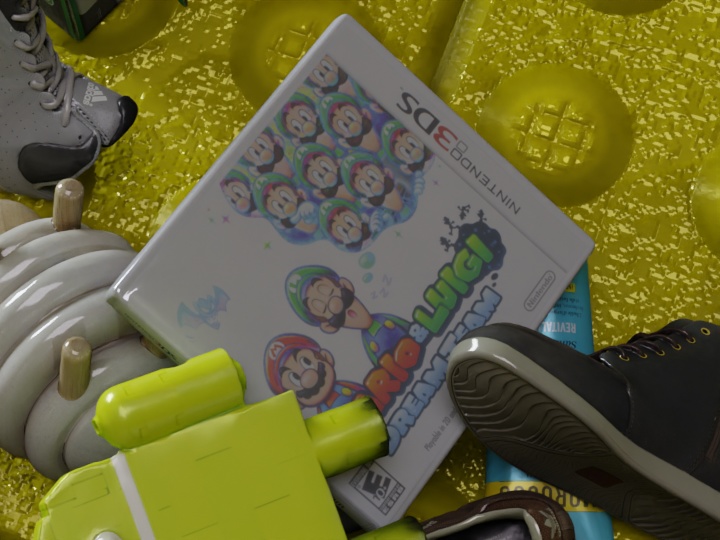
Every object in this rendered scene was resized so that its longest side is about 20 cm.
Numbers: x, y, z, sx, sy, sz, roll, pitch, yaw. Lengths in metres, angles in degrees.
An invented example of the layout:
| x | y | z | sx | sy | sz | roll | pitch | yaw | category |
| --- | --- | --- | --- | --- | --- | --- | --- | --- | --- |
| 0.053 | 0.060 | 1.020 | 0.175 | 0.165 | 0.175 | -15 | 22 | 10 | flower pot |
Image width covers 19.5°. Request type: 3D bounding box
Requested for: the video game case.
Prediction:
| x | y | z | sx | sy | sz | roll | pitch | yaw | category |
| --- | --- | --- | --- | --- | --- | --- | --- | --- | --- |
| 0.000 | 0.000 | 1.055 | 0.182 | 0.024 | 0.200 | 42 | 66 | -8 | video game case |

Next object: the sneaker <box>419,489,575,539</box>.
| x | y | z | sx | sy | sz | roll | pitch | yaw | category |
| --- | --- | --- | --- | --- | --- | --- | --- | --- | --- |
| 0.012 | 0.159 | 1.048 | 0.199 | 0.076 | 0.071 | -27 | 75 | 2 | sneaker |

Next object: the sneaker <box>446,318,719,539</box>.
| x | y | z | sx | sy | sz | roll | pitch | yaw | category |
| --- | --- | --- | --- | --- | --- | --- | --- | --- | --- |
| 0.126 | 0.055 | 1.069 | 0.200 | 0.075 | 0.107 | 34 | 57 | -31 | sneaker |

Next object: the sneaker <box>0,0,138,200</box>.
| x | y | z | sx | sy | sz | roll | pitch | yaw | category |
| --- | --- | --- | --- | --- | --- | --- | --- | --- | --- |
| -0.171 | -0.121 | 1.132 | 0.115 | 0.201 | 0.075 | 17 | 39 | -1 | sneaker |

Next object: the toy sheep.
| x | y | z | sx | sy | sz | roll | pitch | yaw | category |
| --- | --- | --- | --- | --- | --- | --- | --- | --- | --- |
| -0.148 | 0.041 | 1.082 | 0.137 | 0.138 | 0.200 | -30 | 62 | -10 | toy sheep |

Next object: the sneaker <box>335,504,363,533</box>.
| x | y | z | sx | sy | sz | roll | pitch | yaw | category |
| --- | --- | --- | --- | --- | --- | --- | --- | --- | --- |
| -0.031 | 0.044 | 1.108 | 0.079 | 0.079 | 0.201 | -11 | 62 | 8 | sneaker |

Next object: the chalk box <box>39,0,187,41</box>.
| x | y | z | sx | sy | sz | roll | pitch | yaw | category |
| --- | --- | --- | --- | --- | --- | --- | --- | --- | --- |
| -0.166 | -0.229 | 1.195 | 0.200 | 0.125 | 0.124 | 38 | 74 | 14 | chalk box |

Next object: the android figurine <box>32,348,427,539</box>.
| x | y | z | sx | sy | sz | roll | pitch | yaw | category |
| --- | --- | --- | --- | --- | --- | --- | --- | --- | --- |
| -0.069 | 0.134 | 0.973 | 0.199 | 0.041 | 0.183 | -18 | 86 | -17 | android figurine |

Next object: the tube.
| x | y | z | sx | sy | sz | roll | pitch | yaw | category |
| --- | --- | --- | --- | --- | --- | --- | --- | --- | --- |
| 0.097 | 0.078 | 1.111 | 0.077 | 0.050 | 0.201 | -2 | 74 | 3 | tube |
